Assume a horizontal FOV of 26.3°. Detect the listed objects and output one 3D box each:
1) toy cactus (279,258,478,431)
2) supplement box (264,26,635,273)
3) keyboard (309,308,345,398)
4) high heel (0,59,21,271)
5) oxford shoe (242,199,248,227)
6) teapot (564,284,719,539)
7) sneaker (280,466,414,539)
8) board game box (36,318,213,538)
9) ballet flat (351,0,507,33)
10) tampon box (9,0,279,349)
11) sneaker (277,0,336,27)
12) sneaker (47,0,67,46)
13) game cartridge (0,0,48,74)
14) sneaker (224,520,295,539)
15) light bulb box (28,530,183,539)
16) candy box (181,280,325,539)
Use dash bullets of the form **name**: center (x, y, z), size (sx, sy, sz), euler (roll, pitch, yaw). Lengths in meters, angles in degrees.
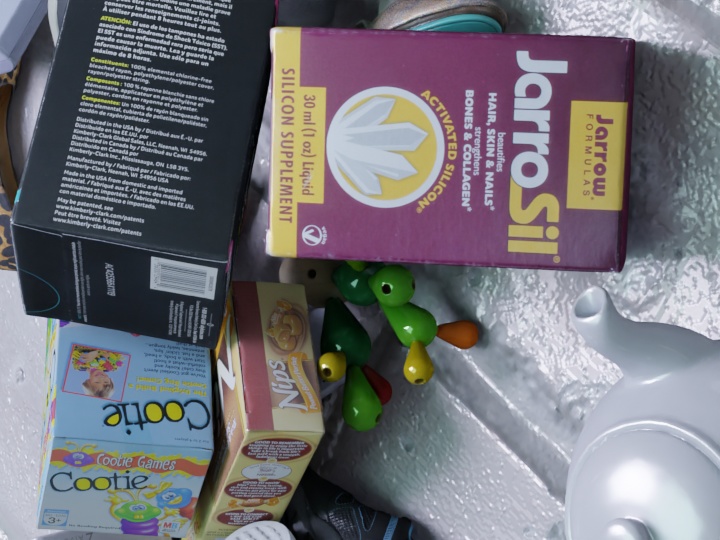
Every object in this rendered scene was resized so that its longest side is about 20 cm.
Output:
- **toy cactus**: center (0.000, 0.000, 1.023), size (0.165, 0.102, 0.201), euler (3, 100, 63)
- **supplement box**: center (0.053, -0.070, 0.876), size (0.199, 0.103, 0.132), euler (2, 98, 10)
- **keyboard**: center (-0.071, 0.092, 1.146), size (0.200, 0.011, 0.057), euler (-38, 63, 40)
- **high heel**: center (-0.296, -0.105, 1.326), size (0.142, 0.071, 0.201), euler (33, 106, 12)
- **oxford shoe**: center (-0.155, -0.015, 1.174), size (0.200, 0.071, 0.074), euler (-49, 51, 32)
- **teapot**: center (0.179, 0.136, 0.807), size (0.200, 0.146, 0.198), euler (40, 121, 33)
- **sneaker**: center (-0.010, 0.189, 1.059), size (0.200, 0.082, 0.074), euler (-135, 44, -54)
- **board game box**: center (-0.161, 0.068, 1.051), size (0.103, 0.104, 0.201), euler (111, 160, -44)
- **ballet flat**: center (0.015, -0.142, 0.996), size (0.200, 0.068, 0.068), euler (-29, 52, 41)
- **tampon box**: center (-0.128, -0.078, 0.950), size (0.150, 0.126, 0.201), euler (109, 171, -67)
- **sneaker**: center (-0.092, -0.173, 1.084), size (0.200, 0.075, 0.115), euler (28, 128, 38)
- **sneaker**: center (-0.178, -0.160, 1.184), size (0.106, 0.075, 0.201), euler (18, 116, 37)
- **game cartridge**: center (-0.331, -0.226, 1.302), size (0.199, 0.040, 0.134), euler (14, 68, 43)
- **sneaker**: center (-0.081, 0.262, 0.985), size (0.078, 0.201, 0.080), euler (-3, 138, 31)
- **light bulb box**: center (-0.163, 0.282, 1.125), size (0.125, 0.198, 0.201), euler (-25, 78, 45)
- **candy box**: center (-0.080, 0.111, 1.047), size (0.200, 0.055, 0.116), euler (116, 151, -49)
